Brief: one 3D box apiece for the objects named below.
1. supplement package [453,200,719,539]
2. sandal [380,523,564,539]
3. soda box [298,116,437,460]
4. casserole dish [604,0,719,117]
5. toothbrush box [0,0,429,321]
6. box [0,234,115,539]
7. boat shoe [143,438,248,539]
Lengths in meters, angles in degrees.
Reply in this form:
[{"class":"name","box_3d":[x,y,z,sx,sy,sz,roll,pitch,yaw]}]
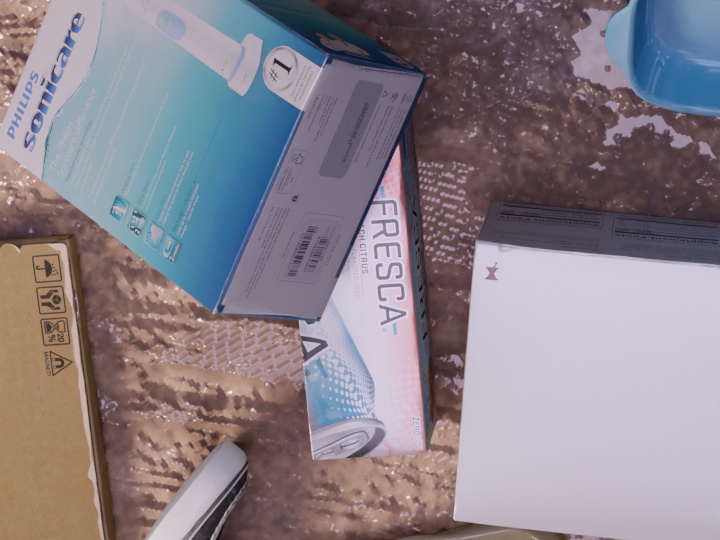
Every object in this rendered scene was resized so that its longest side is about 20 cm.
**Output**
[{"class":"supplement package","box_3d":[0.157,0.057,1.306,0.199,0.111,0.156,6,103,7]},{"class":"sandal","box_3d":[0.024,0.193,1.382,0.199,0.054,0.081,-17,100,11]},{"class":"soda box","box_3d":[0.000,0.000,1.339,0.068,0.064,0.201,-4,101,8]},{"class":"casserole dish","box_3d":[0.229,-0.127,1.265,0.199,0.039,0.121,5,147,8]},{"class":"toothbrush box","box_3d":[-0.083,-0.084,1.271,0.200,0.085,0.147,34,107,36]},{"class":"box","box_3d":[-0.233,0.083,1.410,0.163,0.021,0.201,-4,102,9]},{"class":"boat shoe","box_3d":[-0.106,0.186,1.395,0.064,0.071,0.200,32,113,1]}]
